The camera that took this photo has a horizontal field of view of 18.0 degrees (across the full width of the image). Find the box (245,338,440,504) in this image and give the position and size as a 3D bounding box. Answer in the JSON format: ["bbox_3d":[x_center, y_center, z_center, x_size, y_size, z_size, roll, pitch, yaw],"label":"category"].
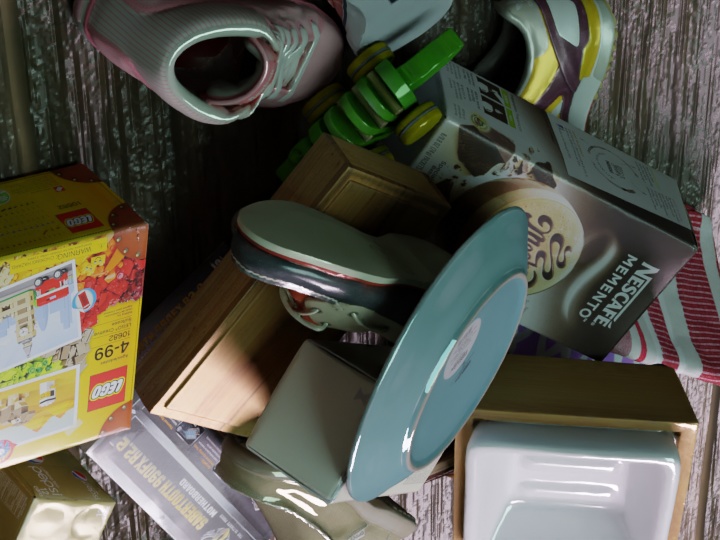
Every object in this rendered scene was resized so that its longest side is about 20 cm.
[{"bbox_3d":[0.003,0.094,1.434,0.083,0.068,0.200,-59,164,4],"label":"box"}]

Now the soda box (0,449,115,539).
[{"bbox_3d":[-0.232,0.211,1.441,0.067,0.064,0.201,8,114,-45],"label":"soda box"}]

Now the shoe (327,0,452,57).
[{"bbox_3d":[0.000,-0.194,1.346,0.071,0.091,0.200,-31,168,2],"label":"shoe"}]

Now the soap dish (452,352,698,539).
[{"bbox_3d":[0.142,0.134,1.539,0.156,0.082,0.201,4,146,4],"label":"soap dish"}]

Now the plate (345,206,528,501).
[{"bbox_3d":[0.055,0.055,1.356,0.201,0.025,0.201,-52,162,-24],"label":"plate"}]

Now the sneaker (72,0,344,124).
[{"bbox_3d":[-0.065,-0.119,1.316,0.199,0.105,0.076,10,111,-47],"label":"sneaker"}]

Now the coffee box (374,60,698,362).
[{"bbox_3d":[0.103,-0.038,1.469,0.199,0.080,0.113,25,121,-22],"label":"coffee box"}]

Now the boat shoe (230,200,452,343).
[{"bbox_3d":[-0.009,0.009,1.316,0.199,0.071,0.063,13,119,-52],"label":"boat shoe"}]

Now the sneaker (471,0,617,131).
[{"bbox_3d":[0.106,-0.095,1.523,0.089,0.075,0.202,-6,117,-29],"label":"sneaker"}]

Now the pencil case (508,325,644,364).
[{"bbox_3d":[0.131,0.062,1.597,0.199,0.084,0.086,35,73,-28],"label":"pencil case"}]

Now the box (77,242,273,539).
[{"bbox_3d":[-0.091,0.098,1.497,0.158,0.048,0.200,-45,139,-6],"label":"box"}]

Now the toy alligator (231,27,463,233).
[{"bbox_3d":[-0.017,-0.077,1.384,0.200,0.059,0.054,-41,171,22],"label":"toy alligator"}]

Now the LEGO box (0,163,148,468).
[{"bbox_3d":[-0.229,0.038,1.303,0.199,0.077,0.150,-16,129,-34],"label":"LEGO box"}]

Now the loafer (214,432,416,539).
[{"bbox_3d":[-0.032,0.161,1.502,0.200,0.075,0.069,32,90,-51],"label":"loafer"}]

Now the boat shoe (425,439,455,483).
[{"bbox_3d":[0.075,0.124,1.655,0.199,0.072,0.072,-27,134,-34],"label":"boat shoe"}]

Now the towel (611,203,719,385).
[{"bbox_3d":[0.214,0.005,1.646,0.023,0.145,0.199,-26,153,33],"label":"towel"}]

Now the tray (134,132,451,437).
[{"bbox_3d":[-0.043,0.014,1.382,0.098,0.037,0.200,18,117,-48],"label":"tray"}]
